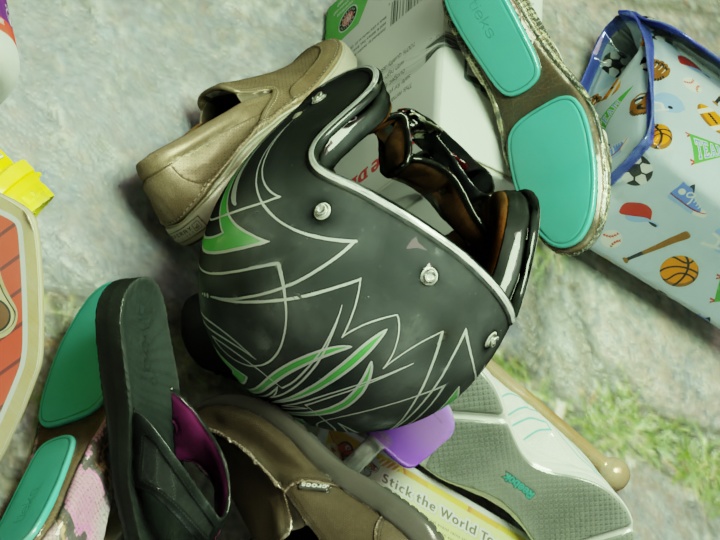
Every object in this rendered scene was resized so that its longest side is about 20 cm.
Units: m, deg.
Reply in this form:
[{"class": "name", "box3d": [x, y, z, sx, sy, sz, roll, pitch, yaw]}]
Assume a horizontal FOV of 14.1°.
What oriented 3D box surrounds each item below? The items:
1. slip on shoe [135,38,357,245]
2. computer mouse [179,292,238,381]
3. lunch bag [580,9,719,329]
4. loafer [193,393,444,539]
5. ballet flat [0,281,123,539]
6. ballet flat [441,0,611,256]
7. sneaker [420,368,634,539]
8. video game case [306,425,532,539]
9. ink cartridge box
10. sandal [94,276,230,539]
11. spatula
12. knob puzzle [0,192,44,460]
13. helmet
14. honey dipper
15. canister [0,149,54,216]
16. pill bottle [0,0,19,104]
[{"class": "slip on shoe", "box3d": [-0.072, -0.095, 1.827, 0.061, 0.076, 0.200, 49, 52, -11]}, {"class": "computer mouse", "box3d": [-0.033, 0.057, 1.794, 0.200, 0.034, 0.059, 22, 51, -34]}, {"class": "lunch bag", "box3d": [0.235, -0.081, 2.025, 0.170, 0.124, 0.200, 33, 34, -17]}, {"class": "loafer", "box3d": [-0.037, 0.135, 1.642, 0.071, 0.200, 0.073, -44, 137, -20]}, {"class": "ballet flat", "box3d": [-0.151, 0.102, 1.651, 0.071, 0.069, 0.200, 44, 47, -33]}, {"class": "ballet flat", "box3d": [0.113, -0.102, 1.781, 0.075, 0.068, 0.200, 4, 60, -61]}, {"class": "sneaker", "box3d": [0.085, 0.110, 1.822, 0.200, 0.070, 0.080, 43, 10, -12]}, {"class": "video game case", "box3d": [0.033, 0.207, 1.752, 0.200, 0.023, 0.182, 31, 49, -18]}, {"class": "ink cartridge box", "box3d": [0.043, -0.111, 1.872, 0.084, 0.146, 0.200, 23, 52, -26]}, {"class": "sandal", "box3d": [-0.106, 0.102, 1.626, 0.075, 0.048, 0.201, -42, 126, -61]}, {"class": "spatula", "box3d": [-0.018, 0.129, 1.720, 0.057, 0.021, 0.200, 44, 63, 6]}, {"class": "knob puzzle", "box3d": [-0.254, 0.028, 1.528, 0.220, 0.220, 0.030, 54, 11, 4]}, {"class": "helmet", "box3d": [0.000, 0.000, 1.681, 0.200, 0.200, 0.191, 35, 46, -16]}, {"class": "honey dipper", "box3d": [0.098, 0.079, 1.877, 0.200, 0.038, 0.038, 42, 46, -15]}, {"class": "canister", "box3d": [-0.288, -0.061, 1.587, 0.200, 0.149, 0.087, 46, 10, -2]}, {"class": "pill bottle", "box3d": [-0.270, -0.186, 1.698, 0.112, 0.112, 0.200, 2, 62, -37]}]
